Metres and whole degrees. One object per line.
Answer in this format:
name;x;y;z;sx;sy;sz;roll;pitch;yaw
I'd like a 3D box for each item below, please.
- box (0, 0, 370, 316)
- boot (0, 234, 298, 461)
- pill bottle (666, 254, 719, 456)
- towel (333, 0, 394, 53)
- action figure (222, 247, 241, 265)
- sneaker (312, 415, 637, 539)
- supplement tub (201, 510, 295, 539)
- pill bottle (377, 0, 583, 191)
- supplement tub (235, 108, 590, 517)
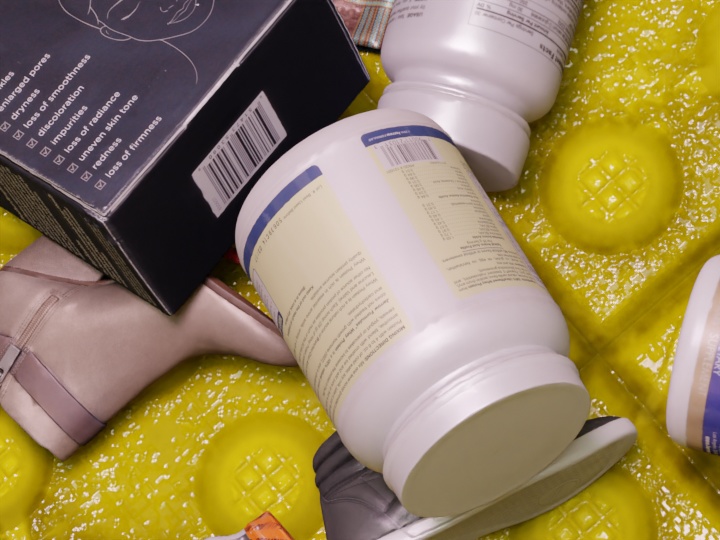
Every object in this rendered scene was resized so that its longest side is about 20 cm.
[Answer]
box;-0.138;-0.115;1.785;0.196;0.124;0.200;32;74;32
boot;-0.147;0.053;1.811;0.199;0.070;0.147;33;85;23
pill bottle;0.284;0.066;1.693;0.199;0.116;0.116;13;76;14
towel;-0.025;-0.245;1.899;0.146;0.022;0.201;10;76;15
action figure;0.000;0.000;1.805;0.199;0.052;0.066;20;83;13
sneaker;0.060;0.106;1.749;0.199;0.071;0.100;-25;66;0
supplement tub;-0.098;0.240;1.711;0.200;0.123;0.123;-42;70;-3
pill bottle;0.077;-0.158;1.803;0.113;0.113;0.201;13;76;15
supplement tub;0.030;0.025;1.680;0.145;0.145;0.201;-31;63;1
